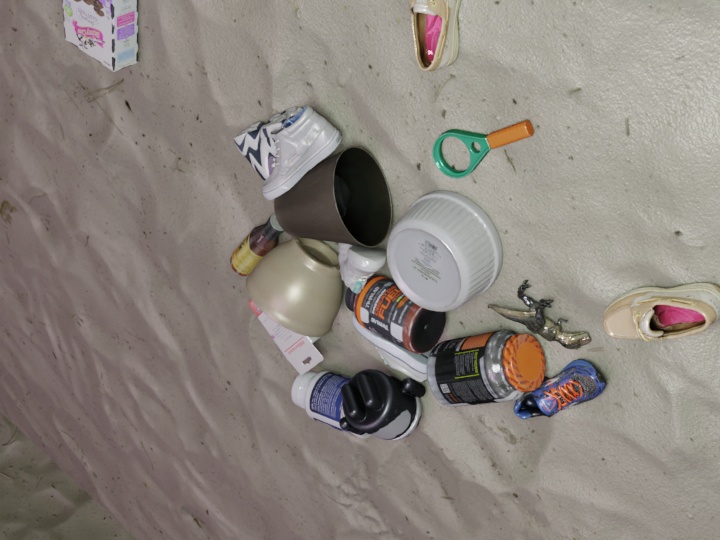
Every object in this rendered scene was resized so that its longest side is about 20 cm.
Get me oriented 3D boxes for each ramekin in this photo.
[{"bbox_3d":[0.136,-0.026,1.508,0.198,0.105,0.203,24,131,30],"label":"ramekin"}]

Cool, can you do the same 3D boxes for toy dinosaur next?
[{"bbox_3d":[0.294,0.072,1.474,0.198,0.047,0.089,25,139,34],"label":"toy dinosaur"}]

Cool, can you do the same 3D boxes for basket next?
[{"bbox_3d":[-0.059,-0.124,1.609,0.198,0.135,0.184,-4,110,49],"label":"basket"}]

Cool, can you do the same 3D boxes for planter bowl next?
[{"bbox_3d":[-0.112,0.015,1.725,0.199,0.199,0.136,39,111,16],"label":"planter bowl"}]

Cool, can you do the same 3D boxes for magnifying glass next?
[{"bbox_3d":[0.193,-0.201,1.398,0.198,0.022,0.081,-14,106,47],"label":"magnifying glass"}]

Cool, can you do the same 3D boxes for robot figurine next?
[{"bbox_3d":[0.042,0.271,1.739,0.148,0.127,0.199,6,164,35],"label":"robot figurine"}]

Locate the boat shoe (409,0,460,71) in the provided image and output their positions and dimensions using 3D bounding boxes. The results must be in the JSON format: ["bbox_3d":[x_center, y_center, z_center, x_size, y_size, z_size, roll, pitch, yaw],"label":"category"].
[{"bbox_3d":[0.108,-0.397,1.305,0.073,0.069,0.204,14,126,36],"label":"boat shoe"}]

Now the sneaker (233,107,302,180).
[{"bbox_3d":[-0.148,-0.226,1.663,0.197,0.080,0.131,-13,115,40],"label":"sneaker"}]

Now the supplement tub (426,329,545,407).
[{"bbox_3d":[0.223,0.174,1.550,0.198,0.122,0.124,-16,106,48],"label":"supplement tub"}]

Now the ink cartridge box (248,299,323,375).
[{"bbox_3d":[-0.145,0.116,1.900,0.202,0.067,0.116,55,140,1],"label":"ink cartridge box"}]

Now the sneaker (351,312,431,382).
[{"bbox_3d":[0.059,0.154,1.728,0.199,0.073,0.072,37,133,18],"label":"sneaker"}]

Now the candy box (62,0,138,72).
[{"bbox_3d":[-0.545,-0.548,1.817,0.166,0.071,0.203,33,135,22],"label":"candy box"}]

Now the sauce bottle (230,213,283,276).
[{"bbox_3d":[-0.214,-0.057,1.852,0.066,0.066,0.200,51,137,2],"label":"sauce bottle"}]

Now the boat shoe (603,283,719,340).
[{"bbox_3d":[0.441,0.069,1.299,0.198,0.069,0.075,-21,102,48],"label":"boat shoe"}]

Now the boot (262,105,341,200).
[{"bbox_3d":[-0.131,-0.217,1.575,0.199,0.074,0.095,-37,115,28],"label":"boot"}]

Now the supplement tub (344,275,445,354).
[{"bbox_3d":[0.059,0.076,1.639,0.198,0.106,0.109,23,132,43],"label":"supplement tub"}]

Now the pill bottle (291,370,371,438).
[{"bbox_3d":[-0.053,0.283,1.894,0.197,0.111,0.113,14,126,36],"label":"pill bottle"}]

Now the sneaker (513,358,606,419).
[{"bbox_3d":[0.341,0.217,1.500,0.076,0.078,0.199,52,140,0],"label":"sneaker"}]

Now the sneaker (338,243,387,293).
[{"bbox_3d":[0.000,0.000,1.599,0.200,0.074,0.091,-150,69,-77],"label":"sneaker"}]
